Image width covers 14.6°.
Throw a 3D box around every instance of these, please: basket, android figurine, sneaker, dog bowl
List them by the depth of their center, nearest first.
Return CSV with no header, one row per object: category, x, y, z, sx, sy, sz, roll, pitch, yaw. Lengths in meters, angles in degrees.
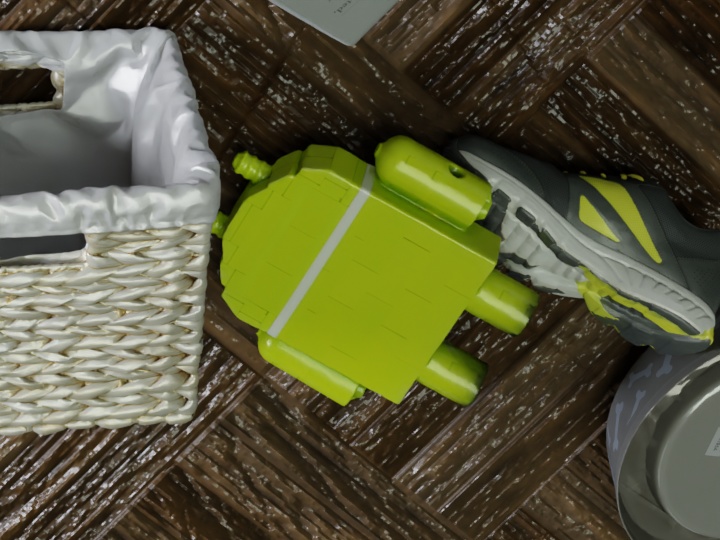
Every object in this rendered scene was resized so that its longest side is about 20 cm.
basket,-0.185,-0.021,1.556,0.197,0.200,0.161,-4,120,-10
android figurine,0.000,0.000,1.674,0.199,0.041,0.182,28,122,-6
sneaker,0.137,-0.028,1.704,0.200,0.085,0.074,34,151,-10
dog bowl,0.246,0.102,1.781,0.199,0.059,0.201,-10,127,-14

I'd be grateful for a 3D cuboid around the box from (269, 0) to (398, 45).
box,-0.018,-0.261,1.448,0.200,0.199,0.131,-43,156,11
